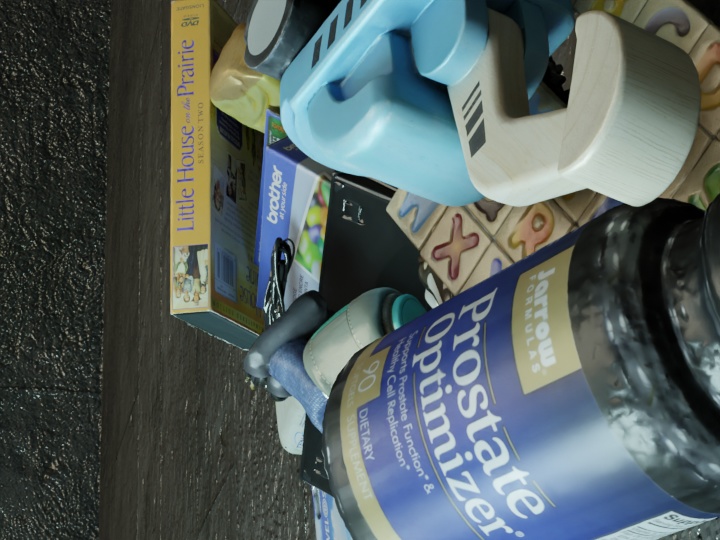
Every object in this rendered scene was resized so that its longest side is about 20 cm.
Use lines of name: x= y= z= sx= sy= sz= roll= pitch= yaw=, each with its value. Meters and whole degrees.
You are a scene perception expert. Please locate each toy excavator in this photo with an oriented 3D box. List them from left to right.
toy excavator: x=0.043 y=-0.070 z=0.582 sx=0.194 sy=0.099 sz=0.201 roll=-44 pitch=39 yaw=40

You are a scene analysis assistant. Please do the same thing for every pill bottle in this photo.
pill bottle: x=0.088 y=0.042 z=0.536 sx=0.200 sy=0.111 sz=0.113 roll=-32 pitch=51 yaw=40

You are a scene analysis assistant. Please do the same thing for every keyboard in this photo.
keyboard: x=-0.011 y=0.038 z=0.842 sx=0.127 sy=0.021 sz=0.201 roll=24 pitch=120 yaw=31

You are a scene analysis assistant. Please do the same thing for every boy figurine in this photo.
boy figurine: x=0.025 y=0.096 z=0.751 sx=0.200 sy=0.064 sz=0.124 roll=40 pitch=174 yaw=27

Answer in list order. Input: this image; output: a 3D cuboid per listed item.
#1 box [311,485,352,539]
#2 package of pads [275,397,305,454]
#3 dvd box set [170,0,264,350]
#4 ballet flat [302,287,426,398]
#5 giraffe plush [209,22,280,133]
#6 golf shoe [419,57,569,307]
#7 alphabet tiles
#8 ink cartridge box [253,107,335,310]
box: x=0.014 y=0.147 z=0.956 sx=0.200 sy=0.047 sz=0.123 roll=172 pitch=94 yaw=-74
package of pads: x=-0.023 y=0.020 z=1.115 sx=0.155 sy=0.068 sz=0.201 roll=112 pitch=157 yaw=-46
dvd box set: x=-0.086 y=-0.058 z=0.970 sx=0.146 sy=0.029 sz=0.202 roll=38 pitch=-130 yaw=-72
ballet flat: x=0.045 y=0.099 z=0.669 sx=0.064 sy=0.201 sz=0.067 roll=-32 pitch=7 yaw=23
giraffe plush: x=0.013 y=-0.152 z=0.948 sx=0.200 sy=0.171 sz=0.163 roll=58 pitch=-146 yaw=-53
golf shoe: x=0.062 y=-0.026 z=0.729 sx=0.094 sy=0.077 sz=0.201 roll=-26 pitch=54 yaw=39
alphabet tiles: x=0.099 y=-0.033 z=0.624 sx=0.168 sy=0.008 sz=0.200 roll=-58 pitch=46 yaw=23
ink cartridge box: x=0.000 y=0.000 z=0.866 sx=0.200 sy=0.042 sz=0.120 roll=34 pitch=134 yaw=32
